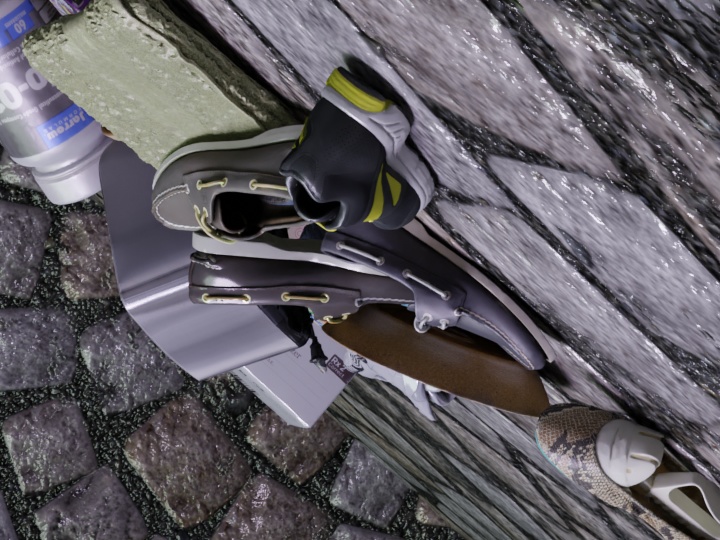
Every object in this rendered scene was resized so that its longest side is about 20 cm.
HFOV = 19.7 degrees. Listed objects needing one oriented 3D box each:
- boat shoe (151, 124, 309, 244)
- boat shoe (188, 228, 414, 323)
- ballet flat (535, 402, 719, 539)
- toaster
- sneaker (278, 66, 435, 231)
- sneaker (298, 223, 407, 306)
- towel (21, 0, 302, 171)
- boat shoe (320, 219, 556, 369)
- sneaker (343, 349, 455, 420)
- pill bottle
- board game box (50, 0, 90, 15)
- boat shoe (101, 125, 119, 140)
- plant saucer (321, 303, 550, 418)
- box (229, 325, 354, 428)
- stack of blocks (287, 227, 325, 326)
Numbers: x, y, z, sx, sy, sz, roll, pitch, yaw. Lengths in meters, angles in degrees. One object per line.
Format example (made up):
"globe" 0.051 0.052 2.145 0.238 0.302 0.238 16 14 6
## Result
"boat shoe" -0.091 -0.056 1.536 0.201 0.061 0.072 -12 141 44
"boat shoe" -0.035 0.008 1.617 0.199 0.061 0.072 8 -168 -2
"ballet flat" 0.224 0.158 1.554 0.199 0.068 0.075 38 152 -18
"toaster" -0.128 -0.015 1.779 0.181 0.118 0.201 50 -158 -57
"sneaker" -0.011 -0.062 1.320 0.074 0.085 0.200 39 172 19
"sneaker" 0.000 0.000 1.759 0.086 0.078 0.200 25 175 18
"towel" -0.144 -0.133 1.542 0.200 0.037 0.148 38 145 -28
"boat shoe" 0.056 0.018 1.540 0.200 0.063 0.073 39 173 13
"sneaker" 0.046 0.091 1.978 0.115 0.075 0.200 42 170 11
"pill bottle" -0.293 -0.167 1.880 0.201 0.113 0.114 60 165 -26
"board game box" -0.207 -0.192 1.803 0.120 0.032 0.200 33 170 26
"boat shoe" -0.147 -0.128 1.682 0.072 0.073 0.199 31 162 -26
"plant saucer" 0.067 0.065 1.665 0.199 0.036 0.200 20 -175 -2
"box" -0.102 0.069 2.398 0.199 0.131 0.200 41 172 -5
"stack of blocks" -0.080 -0.028 1.990 0.200 0.059 0.115 43 172 -18
